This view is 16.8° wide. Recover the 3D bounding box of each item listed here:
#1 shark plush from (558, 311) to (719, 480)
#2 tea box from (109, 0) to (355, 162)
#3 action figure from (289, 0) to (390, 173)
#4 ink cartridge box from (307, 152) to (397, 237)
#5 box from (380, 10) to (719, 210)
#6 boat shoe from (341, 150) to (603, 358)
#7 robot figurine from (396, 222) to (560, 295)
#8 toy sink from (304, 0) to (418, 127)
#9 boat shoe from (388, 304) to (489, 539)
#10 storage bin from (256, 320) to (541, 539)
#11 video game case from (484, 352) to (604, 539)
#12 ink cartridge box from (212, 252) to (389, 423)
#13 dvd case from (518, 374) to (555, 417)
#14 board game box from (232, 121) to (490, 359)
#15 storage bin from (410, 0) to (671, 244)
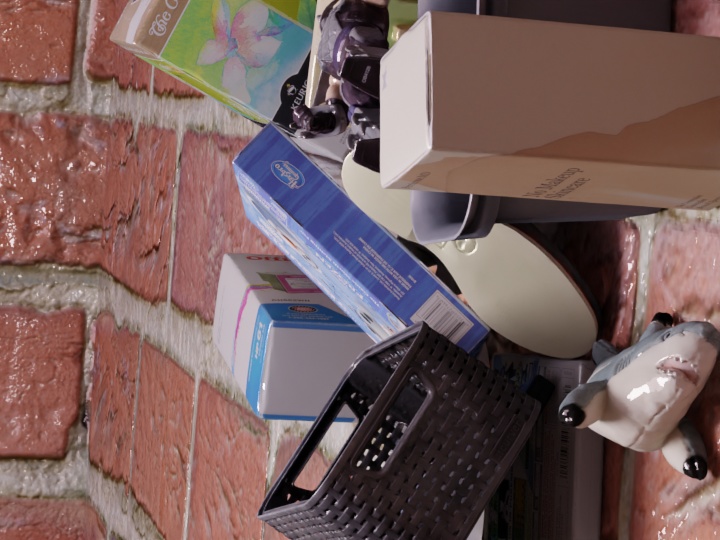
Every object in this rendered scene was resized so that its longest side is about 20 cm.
[{"bbox_3d":[0.173,0.064,1.432,0.200,0.091,0.084,10,-77,-85],"label":"shark plush"},{"bbox_3d":[-0.061,-0.220,1.919,0.201,0.196,0.134,-62,16,-1],"label":"tea box"},{"bbox_3d":[-0.001,-0.132,1.525,0.200,0.069,0.131,-117,32,-64],"label":"action figure"},{"bbox_3d":[-0.011,-0.054,1.972,0.200,0.115,0.068,-143,57,-73],"label":"ink cartridge box"},{"bbox_3d":[0.116,-0.085,1.332,0.095,0.199,0.078,142,129,-71],"label":"box"},{"bbox_3d":[0.079,-0.023,1.568,0.071,0.200,0.063,-56,-8,33],"label":"boat shoe"},{"bbox_3d":[0.077,-0.085,1.649,0.169,0.113,0.201,30,122,34],"label":"robot figurine"},{"bbox_3d":[0.042,-0.186,1.772,0.112,0.130,0.201,-126,42,-66],"label":"toy sink"},{"bbox_3d":[0.053,0.124,1.785,0.072,0.067,0.201,-173,86,-75],"label":"boat shoe"},{"bbox_3d":[0.022,0.122,1.544,0.135,0.094,0.200,-57,7,-14],"label":"storage bin"},{"bbox_3d":[0.120,0.157,1.620,0.182,0.022,0.201,180,92,-75],"label":"video game case"},{"bbox_3d":[-0.029,0.052,1.960,0.200,0.144,0.085,-133,48,-69],"label":"ink cartridge box"},{"bbox_3d":[0.059,0.150,1.634,0.143,0.018,0.200,-58,6,-21],"label":"dvd case"},{"bbox_3d":[0.000,0.000,1.669,0.043,0.200,0.199,-45,-7,-6],"label":"board game box"},{"bbox_3d":[0.110,-0.112,1.491,0.146,0.134,0.201,172,102,-75],"label":"storage bin"}]
